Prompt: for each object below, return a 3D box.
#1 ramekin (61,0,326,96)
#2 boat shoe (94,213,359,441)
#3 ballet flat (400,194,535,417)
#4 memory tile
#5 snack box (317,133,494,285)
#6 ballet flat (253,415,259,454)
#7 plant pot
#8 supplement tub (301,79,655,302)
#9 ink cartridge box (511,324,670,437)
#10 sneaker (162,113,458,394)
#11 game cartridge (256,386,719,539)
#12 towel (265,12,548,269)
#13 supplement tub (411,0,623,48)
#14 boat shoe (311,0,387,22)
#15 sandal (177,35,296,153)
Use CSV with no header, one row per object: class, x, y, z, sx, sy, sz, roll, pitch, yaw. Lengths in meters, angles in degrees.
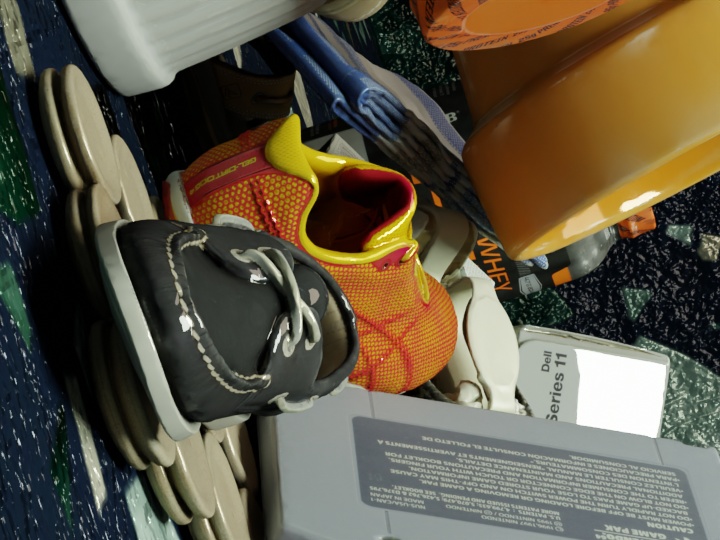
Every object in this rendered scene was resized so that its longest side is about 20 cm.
ramekin,-0.076,-0.179,1.074,0.200,0.105,0.201,-17,90,-85
boat shoe,-0.038,0.017,0.880,0.200,0.060,0.074,49,24,-78
ballet flat,0.033,0.014,1.190,0.072,0.072,0.201,67,2,-52
memory tile,-0.069,0.030,0.949,0.200,0.017,0.154,63,11,-60
snack box,0.005,0.011,1.304,0.116,0.037,0.200,43,19,-7
ballet flat,0.011,0.097,1.117,0.066,0.057,0.200,22,15,-34
plant pot,0.112,-0.131,1.178,0.184,0.199,0.200,63,4,6
supplement tub,0.051,-0.039,1.460,0.123,0.199,0.123,-18,90,-85
ink cartridge box,0.080,0.106,1.377,0.200,0.083,0.147,173,-73,-77
sneaker,0.000,0.000,1.050,0.200,0.077,0.073,32,38,-61
game cartridge,0.060,0.099,1.016,0.133,0.199,0.042,-95,-163,-59
towel,0.007,-0.082,1.245,0.147,0.024,0.200,49,8,36
supplement tub,0.042,-0.196,1.047,0.123,0.122,0.201,49,24,-78
boat shoe,-0.007,-0.153,1.209,0.065,0.072,0.200,45,9,-27
sandal,-0.061,-0.105,1.275,0.082,0.054,0.200,-102,173,-46
